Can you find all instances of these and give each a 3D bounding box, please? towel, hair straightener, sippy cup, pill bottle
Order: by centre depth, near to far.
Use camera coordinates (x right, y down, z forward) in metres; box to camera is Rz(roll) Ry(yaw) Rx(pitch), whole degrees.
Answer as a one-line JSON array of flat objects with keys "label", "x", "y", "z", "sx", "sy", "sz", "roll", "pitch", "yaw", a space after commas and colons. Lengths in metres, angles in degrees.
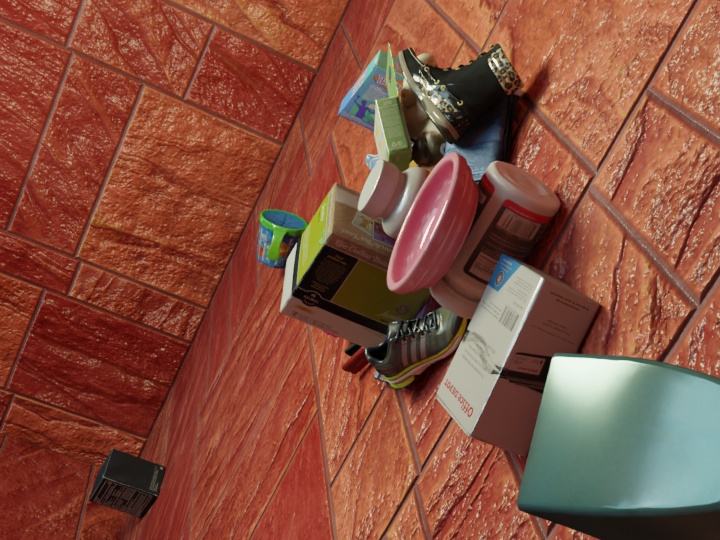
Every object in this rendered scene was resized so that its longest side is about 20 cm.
[{"label": "pill bottle", "x": 0.175, "y": -0.037, "z": 1.348, "sx": 0.201, "sy": 0.110, "sz": 0.111, "roll": -60, "pitch": 17, "yaw": 24}, {"label": "pill bottle", "x": 0.101, "y": -0.085, "z": 1.479, "sx": 0.113, "sy": 0.198, "sz": 0.113, "roll": -60, "pitch": 13, "yaw": 25}, {"label": "towel", "x": 0.186, "y": -0.205, "z": 1.575, "sx": 0.111, "sy": 0.049, "sz": 0.202, "roll": -6, "pitch": 60, "yaw": 32}, {"label": "hair straightener", "x": 0.027, "y": 0.106, "z": 1.776, "sx": 0.200, "sy": 0.041, "sz": 0.077, "roll": -52, "pitch": 22, "yaw": 45}, {"label": "sippy cup", "x": -0.223, "y": -0.081, "z": 2.713, "sx": 0.139, "sy": 0.177, "sz": 0.131, "roll": 31, "pitch": 115, "yaw": 30}]

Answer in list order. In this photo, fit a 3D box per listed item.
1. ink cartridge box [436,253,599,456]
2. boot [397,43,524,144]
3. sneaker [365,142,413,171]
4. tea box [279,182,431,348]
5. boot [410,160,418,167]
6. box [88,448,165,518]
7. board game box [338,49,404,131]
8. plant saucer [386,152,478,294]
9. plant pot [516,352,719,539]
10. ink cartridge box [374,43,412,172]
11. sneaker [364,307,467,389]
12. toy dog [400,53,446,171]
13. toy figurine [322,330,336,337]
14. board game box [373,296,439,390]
[{"label": "ink cartridge box", "x": 0.183, "y": 0.098, "z": 1.191, "sx": 0.202, "sy": 0.084, "sz": 0.145, "roll": -65, "pitch": 15, "yaw": 7}, {"label": "boot", "x": 0.157, "y": -0.312, "z": 1.582, "sx": 0.153, "sy": 0.073, "sz": 0.205, "roll": -34, "pitch": 54, "yaw": 11}, {"label": "sneaker", "x": 0.090, "y": -0.252, "z": 1.896, "sx": 0.200, "sy": 0.077, "sz": 0.076, "roll": -50, "pitch": -9, "yaw": -14}, {"label": "tea box", "x": 0.000, "y": 0.000, "z": 1.617, "sx": 0.197, "sy": 0.198, "sz": 0.134, "roll": -53, "pitch": 22, "yaw": 37}, {"label": "boot", "x": 0.096, "y": -0.123, "z": 1.822, "sx": 0.144, "sy": 0.070, "sz": 0.203, "roll": 124, "pitch": 166, "yaw": -52}, {"label": "box", "x": -0.798, "y": 0.728, "z": 3.399, "sx": 0.200, "sy": 0.197, "sz": 0.124, "roll": -51, "pitch": 23, "yaw": 44}, {"label": "board game box", "x": 0.061, "y": -0.359, "z": 2.074, "sx": 0.200, "sy": 0.151, "sz": 0.045, "roll": -41, "pitch": 30, "yaw": 56}, {"label": "plant saucer", "x": 0.100, "y": -0.056, "z": 1.322, "sx": 0.202, "sy": 0.050, "sz": 0.201, "roll": -62, "pitch": 10, "yaw": 20}, {"label": "plant pot", "x": 0.255, "y": 0.151, "z": 0.804, "sx": 0.200, "sy": 0.140, "sz": 0.143, "roll": -15, "pitch": 54, "yaw": 61}, {"label": "ink cartridge box", "x": 0.046, "y": -0.268, "z": 1.719, "sx": 0.146, "sy": 0.047, "sz": 0.202, "roll": 93, "pitch": 165, "yaw": -75}, {"label": "sneaker", "x": 0.085, "y": 0.101, "z": 1.491, "sx": 0.200, "sy": 0.081, "sz": 0.074, "roll": -45, "pitch": 27, "yaw": 28}, {"label": "toy dog", "x": 0.128, "y": -0.247, "z": 1.716, "sx": 0.194, "sy": 0.139, "sz": 0.201, "roll": -41, "pitch": 37, "yaw": 24}, {"label": "toy figurine", "x": -0.023, "y": 0.047, "z": 1.904, "sx": 0.200, "sy": 0.150, "sz": 0.184, "roll": -51, "pitch": -4, "yaw": -29}, {"label": "board game box", "x": 0.083, "y": 0.092, "z": 1.635, "sx": 0.120, "sy": 0.032, "sz": 0.202, "roll": 175, "pitch": 116, "yaw": -76}]
